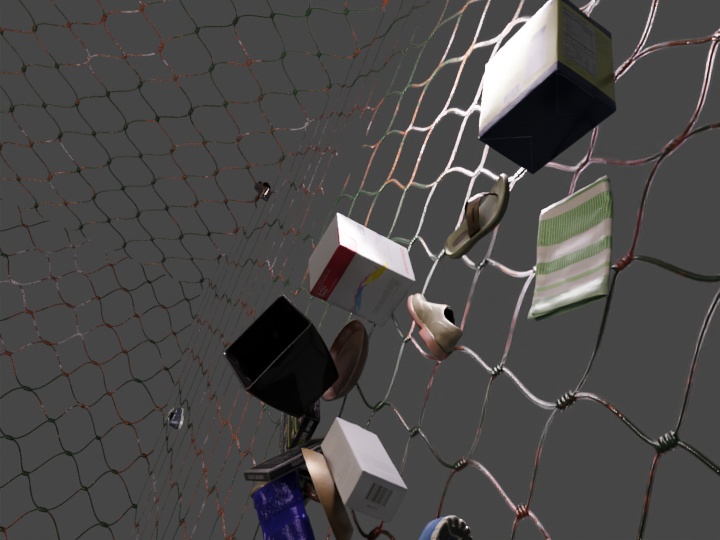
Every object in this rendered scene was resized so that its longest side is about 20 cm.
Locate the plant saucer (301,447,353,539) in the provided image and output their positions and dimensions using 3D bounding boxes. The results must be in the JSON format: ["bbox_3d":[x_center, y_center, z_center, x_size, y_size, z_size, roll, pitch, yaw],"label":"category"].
[{"bbox_3d":[-0.056,0.418,1.241,0.035,0.204,0.200,-22,20,-8],"label":"plant saucer"}]

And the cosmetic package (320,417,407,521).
[{"bbox_3d":[0.002,0.358,1.222,0.075,0.100,0.200,-60,19,4],"label":"cosmetic package"}]

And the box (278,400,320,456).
[{"bbox_3d":[-0.151,0.355,1.643,0.201,0.047,0.195,-98,31,-57],"label":"box"}]

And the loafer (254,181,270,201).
[{"bbox_3d":[-0.478,-0.408,3.356,0.072,0.072,0.200,-54,30,11],"label":"loafer"}]

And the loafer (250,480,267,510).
[{"bbox_3d":[-0.212,0.513,1.555,0.201,0.074,0.069,113,-178,-57],"label":"loafer"}]

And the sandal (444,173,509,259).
[{"bbox_3d":[0.218,-0.101,1.286,0.202,0.057,0.081,-51,24,32],"label":"sandal"}]

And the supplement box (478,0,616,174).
[{"bbox_3d":[0.324,-0.324,1.175,0.200,0.132,0.203,-38,32,50],"label":"supplement box"}]

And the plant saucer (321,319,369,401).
[{"bbox_3d":[-0.033,0.215,1.573,0.201,0.034,0.202,-52,22,31],"label":"plant saucer"}]

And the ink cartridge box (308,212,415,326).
[{"bbox_3d":[0.000,0.000,1.508,0.146,0.197,0.146,-56,21,25],"label":"ink cartridge box"}]

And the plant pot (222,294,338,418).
[{"bbox_3d":[-0.167,0.213,1.533,0.200,0.178,0.199,-43,30,-9],"label":"plant pot"}]

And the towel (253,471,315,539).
[{"bbox_3d":[-0.157,0.528,1.365,0.148,0.049,0.203,-45,54,35],"label":"towel"}]

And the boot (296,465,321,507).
[{"bbox_3d":[-0.136,0.533,1.418,0.204,0.063,0.186,-68,18,-6],"label":"boot"}]

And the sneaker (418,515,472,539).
[{"bbox_3d":[0.094,0.448,0.943,0.203,0.078,0.089,-64,12,-23],"label":"sneaker"}]

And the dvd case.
[{"bbox_3d":[-0.136,0.397,1.426,0.150,0.197,0.025,-29,81,57],"label":"dvd case"}]

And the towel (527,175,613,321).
[{"bbox_3d":[0.317,-0.032,1.009,0.152,0.023,0.203,-32,37,54],"label":"towel"}]

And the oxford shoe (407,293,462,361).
[{"bbox_3d":[0.142,0.093,1.258,0.073,0.071,0.201,-38,29,8],"label":"oxford shoe"}]

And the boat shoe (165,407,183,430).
[{"bbox_3d":[-0.832,0.657,2.995,0.076,0.061,0.200,-64,19,4],"label":"boat shoe"}]
